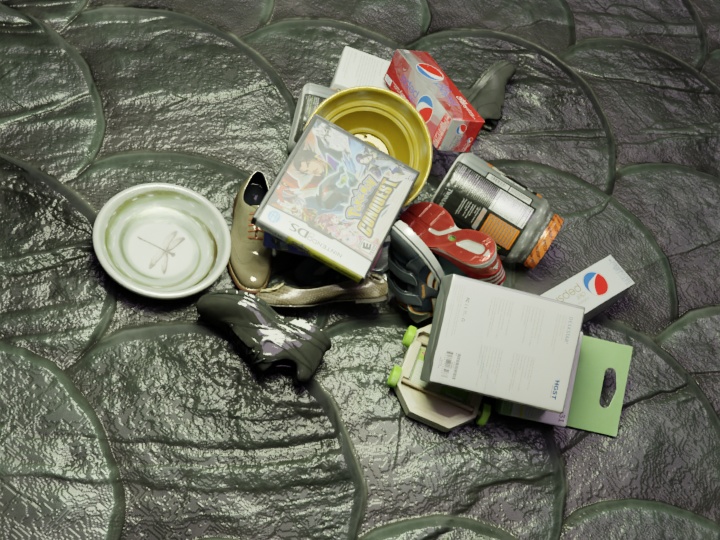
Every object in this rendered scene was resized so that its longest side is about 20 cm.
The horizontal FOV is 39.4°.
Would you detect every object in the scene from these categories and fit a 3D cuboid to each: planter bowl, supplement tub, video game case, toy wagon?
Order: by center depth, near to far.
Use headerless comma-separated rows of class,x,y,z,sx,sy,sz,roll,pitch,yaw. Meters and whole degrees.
video game case,-0.033,-0.106,1.448,0.180,0.026,0.201,29,65,-2
toy wagon,0.133,0.137,1.492,0.155,0.040,0.201,24,62,-2
planter bowl,0.006,-0.175,1.542,0.199,0.083,0.202,0,87,-4
supplement tub,0.221,-0.094,1.635,0.200,0.123,0.123,33,54,4
supplement tub,-0.011,-0.225,1.645,0.199,0.123,0.123,14,55,-10

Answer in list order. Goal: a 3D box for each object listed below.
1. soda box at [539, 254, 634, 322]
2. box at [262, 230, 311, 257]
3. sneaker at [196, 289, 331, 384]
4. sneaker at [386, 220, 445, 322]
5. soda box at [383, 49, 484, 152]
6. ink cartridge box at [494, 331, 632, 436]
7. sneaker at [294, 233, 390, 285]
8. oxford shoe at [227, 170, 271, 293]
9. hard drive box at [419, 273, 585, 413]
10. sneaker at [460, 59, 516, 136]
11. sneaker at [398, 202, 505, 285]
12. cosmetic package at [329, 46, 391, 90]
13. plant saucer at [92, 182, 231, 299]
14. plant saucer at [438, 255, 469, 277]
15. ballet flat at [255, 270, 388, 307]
soda box,0.343,0.052,1.612,0.199,0.068,0.064,-26,69,-30
box,-0.066,-0.073,1.521,0.118,0.042,0.200,13,33,11
sneaker,-0.144,0.094,1.421,0.199,0.076,0.091,23,64,2
sneaker,0.078,0.011,1.483,0.079,0.200,0.078,-40,48,-5
soda box,0.117,-0.278,1.639,0.070,0.064,0.200,-1,45,-34
ink cartridge box,0.312,0.162,1.505,0.199,0.048,0.146,13,85,-7
sneaker,0.000,0.000,1.535,0.199,0.070,0.082,-15,62,-24
oxford shoe,-0.166,-0.061,1.518,0.070,0.075,0.201,3,57,-16
hard drive box,0.201,0.105,1.430,0.199,0.077,0.157,15,85,-6
sneaker,0.225,-0.303,1.813,0.091,0.076,0.200,44,62,1
sneaker,0.147,-0.027,1.587,0.078,0.116,0.200,-43,46,-10
cosmetic package,0.047,-0.304,1.747,0.199,0.074,0.102,20,54,-7
plant saucer,-0.292,-0.036,1.477,0.199,0.050,0.201,9,56,-13
plant saucer,0.156,0.048,1.586,0.070,0.019,0.201,9,55,-12
ballet flat,-0.058,0.027,1.482,0.199,0.067,0.047,-3,99,-5
